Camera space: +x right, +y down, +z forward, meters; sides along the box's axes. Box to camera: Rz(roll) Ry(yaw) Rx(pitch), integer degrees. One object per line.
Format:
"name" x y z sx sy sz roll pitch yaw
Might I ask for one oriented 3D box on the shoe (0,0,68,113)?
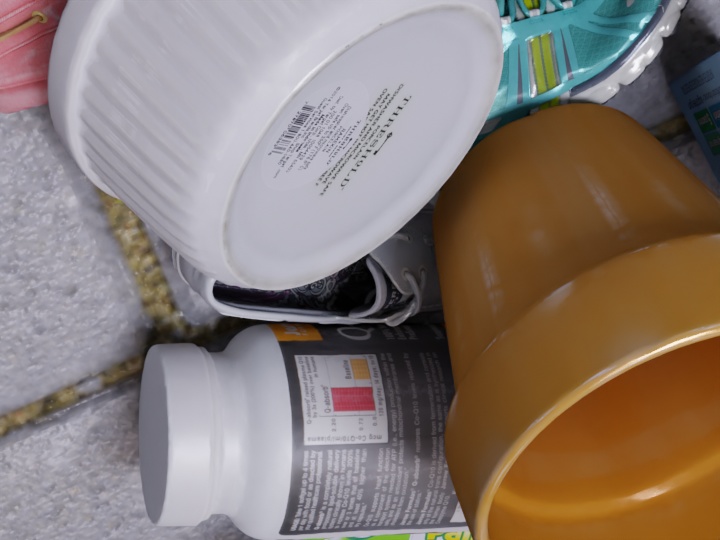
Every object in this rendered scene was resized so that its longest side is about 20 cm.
"shoe" -0.100 -0.147 0.695 0.198 0.072 0.091 -26 130 0

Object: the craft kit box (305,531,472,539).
"craft kit box" 0.040 0.215 0.969 0.197 0.049 0.200 11 114 -10

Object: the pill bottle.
"pill bottle" -0.016 0.086 0.844 0.197 0.117 0.118 1 121 -18

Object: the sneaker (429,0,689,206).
"sneaker" 0.090 -0.116 0.790 0.200 0.078 0.080 -42 117 8

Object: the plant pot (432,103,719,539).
"plant pot" 0.120 0.025 0.748 0.198 0.184 0.202 -12 139 -10

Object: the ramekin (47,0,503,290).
"ramekin" -0.028 -0.084 0.689 0.199 0.105 0.201 -33 153 -19

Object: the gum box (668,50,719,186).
"gum box" 0.230 -0.022 0.789 0.044 0.170 0.202 -27 90 4

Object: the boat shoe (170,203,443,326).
"boat shoe" 0.000 0.000 0.827 0.198 0.069 0.073 10 117 -28
